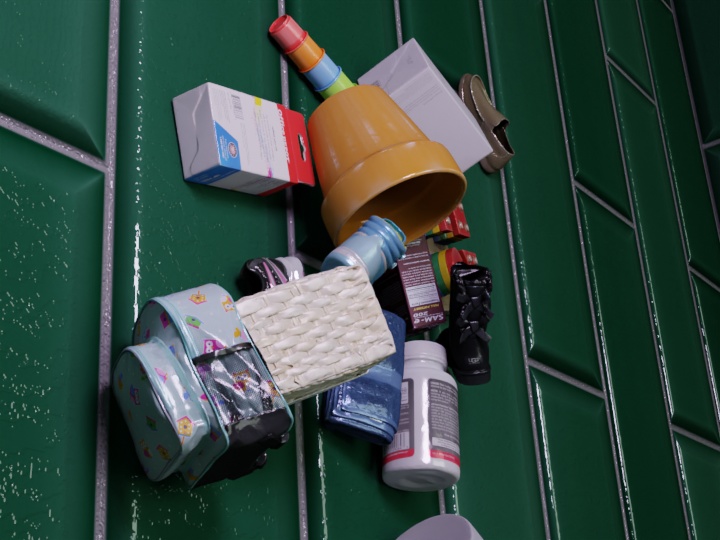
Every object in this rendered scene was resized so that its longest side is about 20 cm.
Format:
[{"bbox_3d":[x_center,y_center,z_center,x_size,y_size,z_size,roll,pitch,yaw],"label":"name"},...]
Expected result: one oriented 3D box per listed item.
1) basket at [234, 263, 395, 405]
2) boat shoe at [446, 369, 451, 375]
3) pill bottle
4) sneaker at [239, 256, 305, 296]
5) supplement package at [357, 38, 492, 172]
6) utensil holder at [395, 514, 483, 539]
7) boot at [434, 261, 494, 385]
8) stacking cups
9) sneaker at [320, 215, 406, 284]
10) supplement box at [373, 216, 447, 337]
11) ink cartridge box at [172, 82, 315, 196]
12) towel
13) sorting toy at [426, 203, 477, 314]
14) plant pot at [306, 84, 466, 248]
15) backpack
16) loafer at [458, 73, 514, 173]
[{"bbox_3d":[-0.075,0.081,1.365,0.200,0.123,0.136,-18,81,-31],"label":"basket"},{"bbox_3d":[0.124,0.231,1.729,0.072,0.072,0.200,30,44,-45],"label":"boat shoe"},{"bbox_3d":[0.085,0.207,1.643,0.111,0.111,0.200,33,48,-44],"label":"pill bottle"},{"bbox_3d":[-0.120,0.075,1.459,0.086,0.080,0.200,9,62,-35],"label":"sneaker"},{"bbox_3d":[0.106,-0.255,1.883,0.200,0.120,0.121,47,14,-32],"label":"supplement package"},{"bbox_3d":[0.133,0.454,1.535,0.200,0.170,0.170,54,35,-19],"label":"utensil holder"},{"bbox_3d":[0.154,0.067,1.703,0.198,0.073,0.163,-116,-157,-75],"label":"boot"},{"bbox_3d":[-0.063,-0.309,1.755,0.200,0.060,0.061,47,39,-27],"label":"stacking cups"},{"bbox_3d":[0.000,0.000,1.532,0.080,0.200,0.131,46,62,3],"label":"sneaker"},{"bbox_3d":[0.060,-0.004,1.711,0.061,0.109,0.200,-10,81,-22],"label":"supplement box"},{"bbox_3d":[-0.152,-0.168,1.529,0.200,0.067,0.116,9,67,-55],"label":"ink cartridge box"},{"bbox_3d":[0.009,0.138,1.590,0.112,0.049,0.200,19,52,-18],"label":"towel"},{"bbox_3d":[0.134,-0.034,1.840,0.200,0.070,0.199,11,64,-70],"label":"sorting toy"},{"bbox_3d":[0.019,-0.150,1.588,0.200,0.200,0.183,9,49,-54],"label":"plant pot"},{"bbox_3d":[-0.181,0.120,1.232,0.153,0.176,0.200,-9,67,-27],"label":"backpack"},{"bbox_3d":[0.246,-0.287,2.189,0.076,0.067,0.200,-14,85,-58],"label":"loafer"}]
